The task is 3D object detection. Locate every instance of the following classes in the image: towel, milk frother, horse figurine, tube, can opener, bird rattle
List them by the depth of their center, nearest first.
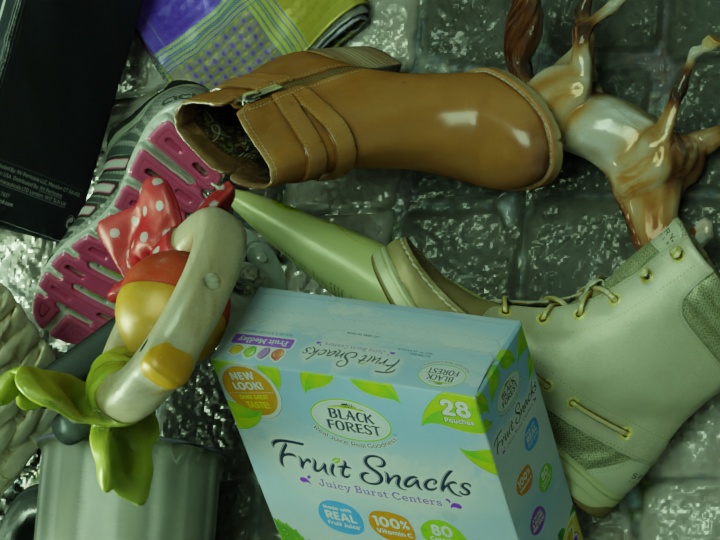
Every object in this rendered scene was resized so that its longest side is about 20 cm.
[{"bbox_3d":[-0.106,0.027,1.526,0.200,0.113,0.163,-57,15,-29],"label":"bird rattle"},{"bbox_3d":[0.151,-0.098,1.587,0.200,0.050,0.133,39,113,22],"label":"horse figurine"},{"bbox_3d":[-0.191,0.190,1.611,0.180,0.200,0.189,-5,74,31],"label":"milk frother"},{"bbox_3d":[0.000,0.000,1.636,0.200,0.058,0.052,31,51,27],"label":"tube"},{"bbox_3d":[-0.120,0.039,1.641,0.053,0.200,0.066,53,140,-2],"label":"can opener"},{"bbox_3d":[-0.089,-0.188,1.761,0.143,0.023,0.200,-40,62,14],"label":"towel"}]

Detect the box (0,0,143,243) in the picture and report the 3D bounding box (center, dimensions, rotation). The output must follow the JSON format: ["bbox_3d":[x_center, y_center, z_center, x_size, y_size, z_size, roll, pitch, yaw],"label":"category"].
[{"bbox_3d":[-0.262,-0.138,1.770,0.199,0.123,0.199,14,87,35],"label":"box"}]

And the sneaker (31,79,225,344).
[{"bbox_3d":[-0.140,-0.040,1.720,0.200,0.073,0.088,-56,17,27],"label":"sneaker"}]

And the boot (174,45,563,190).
[{"bbox_3d":[0.004,-0.082,1.596,0.200,0.155,0.077,29,122,35],"label":"boot"}]

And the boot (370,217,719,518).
[{"bbox_3d":[0.119,0.020,1.525,0.200,0.072,0.155,45,102,-7],"label":"boot"}]

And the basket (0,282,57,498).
[{"bbox_3d":[-0.287,0.095,1.680,0.123,0.136,0.200,19,61,38],"label":"basket"}]

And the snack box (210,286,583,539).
[{"bbox_3d":[0.025,0.110,1.518,0.168,0.201,0.068,7,43,30],"label":"snack box"}]
